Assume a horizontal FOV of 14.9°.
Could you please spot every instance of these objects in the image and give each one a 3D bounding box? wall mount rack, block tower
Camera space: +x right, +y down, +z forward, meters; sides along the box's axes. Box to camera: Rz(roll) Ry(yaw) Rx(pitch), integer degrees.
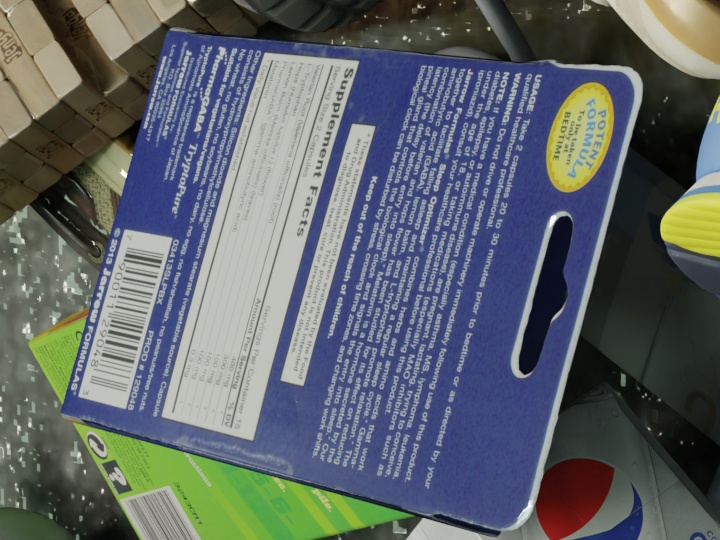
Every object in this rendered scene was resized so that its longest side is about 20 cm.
[{"bbox_3d":[0.068,-0.011,0.795,0.200,0.074,0.175,39,136,27],"label":"wall mount rack"},{"bbox_3d":[-0.084,-0.080,0.882,0.199,0.054,0.058,-35,73,5],"label":"block tower"}]

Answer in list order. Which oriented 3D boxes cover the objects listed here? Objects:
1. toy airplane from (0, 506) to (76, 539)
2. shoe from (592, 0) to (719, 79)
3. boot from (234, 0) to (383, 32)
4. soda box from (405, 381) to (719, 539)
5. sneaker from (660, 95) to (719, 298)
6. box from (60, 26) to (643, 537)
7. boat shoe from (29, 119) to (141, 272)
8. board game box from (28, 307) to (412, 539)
[{"bbox_3d":[-0.085,0.161,0.922,0.201,0.140,0.199,69,162,-9],"label":"toy airplane"},{"bbox_3d":[0.078,-0.103,0.749,0.201,0.070,0.054,-97,30,-53],"label":"shoe"},{"bbox_3d":[-0.021,-0.162,0.825,0.131,0.070,0.201,13,64,36],"label":"boot"},{"bbox_3d":[0.033,0.114,0.817,0.064,0.068,0.200,50,148,11],"label":"soda box"},{"bbox_3d":[0.147,-0.010,0.689,0.074,0.200,0.083,8,75,33],"label":"sneaker"},{"bbox_3d":[0.000,0.000,0.749,0.199,0.032,0.122,10,83,50],"label":"box"},{"bbox_3d":[-0.125,-0.063,0.959,0.200,0.073,0.065,42,115,26],"label":"boat shoe"},{"bbox_3d":[-0.034,0.041,0.883,0.200,0.030,0.096,-20,101,59],"label":"board game box"}]
